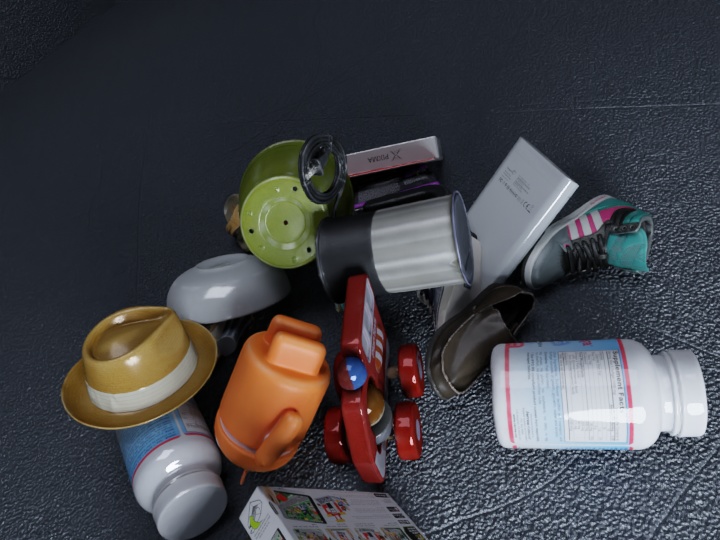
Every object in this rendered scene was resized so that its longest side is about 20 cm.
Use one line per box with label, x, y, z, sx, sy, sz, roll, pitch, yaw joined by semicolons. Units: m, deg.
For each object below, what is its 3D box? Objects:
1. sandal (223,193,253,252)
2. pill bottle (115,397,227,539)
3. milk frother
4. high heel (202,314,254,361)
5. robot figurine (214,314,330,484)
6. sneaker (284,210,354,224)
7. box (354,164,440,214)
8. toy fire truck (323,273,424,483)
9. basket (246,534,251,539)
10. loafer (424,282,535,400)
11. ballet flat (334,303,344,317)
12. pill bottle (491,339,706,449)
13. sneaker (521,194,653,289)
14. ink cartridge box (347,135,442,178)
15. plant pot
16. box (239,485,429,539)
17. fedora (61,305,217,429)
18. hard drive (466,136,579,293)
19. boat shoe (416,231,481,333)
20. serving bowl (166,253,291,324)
sandal;-0.228;-0.097;1.060;0.081;0.053;0.200;-58;41;9
pill bottle;-0.240;0.228;0.706;0.108;0.110;0.200;-33;43;-13
milk frother;0.032;-0.076;0.712;0.184;0.201;0.184;-9;55;20
high heel;-0.255;0.120;0.880;0.197;0.072;0.143;-27;18;12
robot figurine;-0.109;0.157;0.681;0.143;0.203;0.116;36;21;30
sneaker;-0.098;-0.124;1.029;0.196;0.088;0.075;-3;44;21
box;0.060;-0.131;0.954;0.140;0.037;0.201;-15;21;5
toy fire truck;0.006;0.128;0.659;0.110;0.170;0.202;-8;43;15
basket;-0.090;0.368;0.482;0.179;0.137;0.201;34;68;14
loafer;0.152;0.077;0.696;0.200;0.074;0.071;-45;15;-32
ballet flat;0.000;0.000;0.886;0.073;0.075;0.201;8;48;29
pill bottle;0.242;0.130;0.591;0.196;0.110;0.110;-5;44;18
sneaker;0.322;-0.025;0.755;0.198;0.085;0.120;-36;34;-17
ink cartridge box;0.044;-0.202;1.016;0.196;0.046;0.176;-9;8;14
plant pot;-0.107;-0.092;0.863;0.196;0.204;0.193;-18;15;4
box;-0.007;0.253;0.519;0.110;0.199;0.035;36;95;44
fedora;-0.284;0.104;0.714;0.196;0.083;0.202;-1;35;1
hard drive;0.204;-0.072;0.796;0.202;0.026;0.133;-57;34;24
boat shoe;0.119;0.042;0.790;0.092;0.074;0.204;-28;43;51
serving bowl;-0.211;0.017;0.882;0.195;0.067;0.200;-8;16;2
